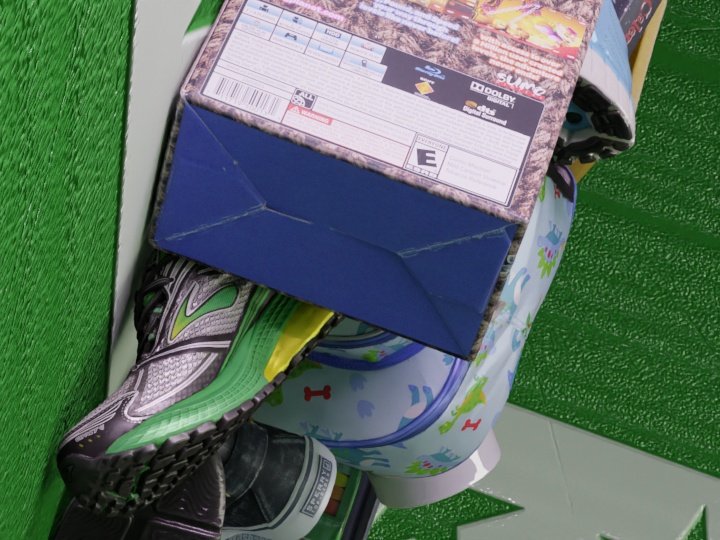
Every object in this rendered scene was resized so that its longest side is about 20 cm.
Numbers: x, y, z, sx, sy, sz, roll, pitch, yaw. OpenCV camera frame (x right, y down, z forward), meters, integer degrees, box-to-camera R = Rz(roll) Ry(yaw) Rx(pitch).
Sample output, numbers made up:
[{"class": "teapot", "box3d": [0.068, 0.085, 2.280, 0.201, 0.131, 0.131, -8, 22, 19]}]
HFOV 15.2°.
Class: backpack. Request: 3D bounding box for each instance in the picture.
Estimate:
[{"class": "backpack", "box3d": [0.000, 0.000, 1.448, 0.147, 0.182, 0.201, 30, 76, -65]}]

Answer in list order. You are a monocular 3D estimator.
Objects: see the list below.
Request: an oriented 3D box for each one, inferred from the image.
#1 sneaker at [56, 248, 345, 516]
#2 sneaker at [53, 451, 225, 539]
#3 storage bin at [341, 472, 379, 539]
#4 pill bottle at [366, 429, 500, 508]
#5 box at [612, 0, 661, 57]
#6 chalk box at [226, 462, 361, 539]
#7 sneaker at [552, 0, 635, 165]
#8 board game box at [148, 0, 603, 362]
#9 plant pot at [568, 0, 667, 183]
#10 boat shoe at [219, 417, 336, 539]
[{"class": "sneaker", "box3d": [-0.080, 0.038, 1.219, 0.078, 0.085, 0.200, -47, 179, 41]}, {"class": "sneaker", "box3d": [-0.120, 0.143, 1.313, 0.115, 0.075, 0.201, -103, -149, -69]}, {"class": "storage bin", "box3d": [-0.045, 0.137, 1.955, 0.146, 0.134, 0.201, -66, 176, -62]}, {"class": "pill bottle", "box3d": [0.013, 0.036, 1.627, 0.111, 0.111, 0.201, -65, 135, -67]}, {"class": "box", "box3d": [0.086, -0.142, 1.549, 0.201, 0.136, 0.038, -60, 152, 1]}, {"class": "chalk box", "box3d": [-0.075, 0.160, 1.579, 0.125, 0.123, 0.201, -62, 171, -77]}, {"class": "sneaker", "box3d": [0.077, -0.144, 1.366, 0.200, 0.078, 0.090, 53, 36, -39]}, {"class": "board game box", "box3d": [0.013, -0.083, 1.235, 0.097, 0.159, 0.200, 108, 3, -47]}, {"class": "plant pot", "box3d": [0.058, -0.117, 1.756, 0.200, 0.194, 0.196, -58, -175, 34]}, {"class": "boat shoe", "box3d": [-0.095, 0.098, 1.408, 0.200, 0.091, 0.071, -15, -130, 60]}]
